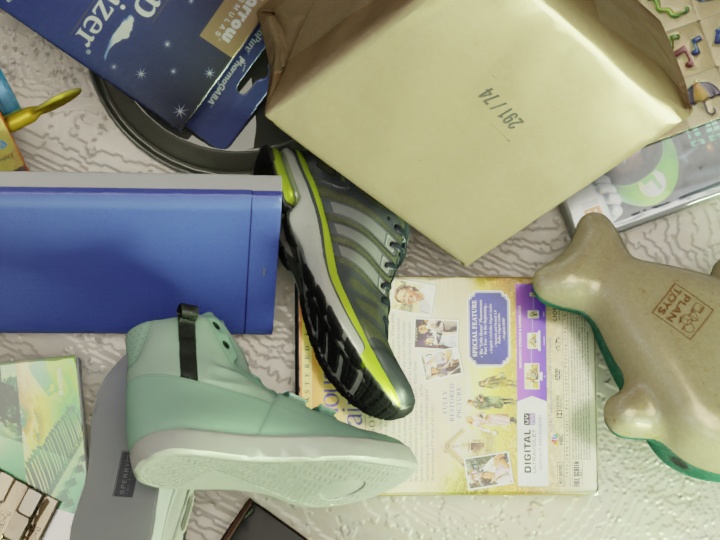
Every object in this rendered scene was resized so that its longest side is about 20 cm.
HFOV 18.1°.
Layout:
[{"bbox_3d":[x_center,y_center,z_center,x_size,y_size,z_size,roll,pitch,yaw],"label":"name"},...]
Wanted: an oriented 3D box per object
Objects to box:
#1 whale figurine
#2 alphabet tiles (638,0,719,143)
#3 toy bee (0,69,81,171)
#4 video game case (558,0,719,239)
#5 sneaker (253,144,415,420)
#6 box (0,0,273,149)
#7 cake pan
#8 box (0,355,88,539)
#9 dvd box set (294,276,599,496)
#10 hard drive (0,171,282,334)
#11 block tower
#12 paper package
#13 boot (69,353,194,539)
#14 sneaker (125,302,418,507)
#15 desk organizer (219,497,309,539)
[{"bbox_3d":[0.201,0.053,1.473,0.200,0.104,0.159,37,64,7],"label":"whale figurine"},{"bbox_3d":[0.264,-0.163,1.529,0.199,0.008,0.168,-20,85,-6],"label":"alphabet tiles"},{"bbox_3d":[-0.251,-0.096,1.412,0.131,0.109,0.200,-47,113,0],"label":"toy bee"},{"bbox_3d":[0.206,-0.133,1.534,0.199,0.023,0.182,-19,85,-7],"label":"video game case"},{"bbox_3d":[0.000,0.000,1.443,0.081,0.074,0.200,-15,70,-16],"label":"sneaker"},{"bbox_3d":[-0.133,-0.174,1.430,0.200,0.032,0.121,34,100,-13],"label":"box"},{"bbox_3d":[-0.084,-0.160,1.504,0.200,0.037,0.201,1,83,-5],"label":"cake pan"},{"bbox_3d":[-0.272,0.135,1.450,0.199,0.036,0.145,-6,84,-7],"label":"box"},{"bbox_3d":[0.056,0.077,1.490,0.199,0.029,0.147,0,83,-6],"label":"dvd box set"},{"bbox_3d":[-0.152,-0.009,1.437,0.199,0.132,0.025,1,48,-5],"label":"hard drive"},{"bbox_3d":[-0.287,0.119,1.406,0.200,0.058,0.054,28,82,-2],"label":"block tower"},{"bbox_3d":[0.067,-0.125,1.404,0.190,0.104,0.200,-35,130,25],"label":"paper package"},{"bbox_3d":[-0.139,0.142,1.444,0.073,0.096,0.200,8,49,10],"label":"boot"},{"bbox_3d":[-0.055,0.079,1.417,0.200,0.074,0.118,11,53,-32],"label":"sneaker"},{"bbox_3d":[-0.012,0.231,1.445,0.200,0.072,0.077,36,79,-1],"label":"desk organizer"}]
